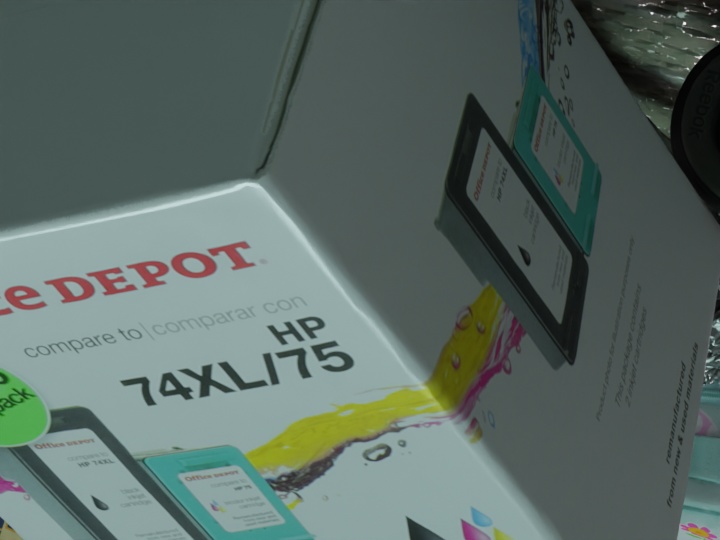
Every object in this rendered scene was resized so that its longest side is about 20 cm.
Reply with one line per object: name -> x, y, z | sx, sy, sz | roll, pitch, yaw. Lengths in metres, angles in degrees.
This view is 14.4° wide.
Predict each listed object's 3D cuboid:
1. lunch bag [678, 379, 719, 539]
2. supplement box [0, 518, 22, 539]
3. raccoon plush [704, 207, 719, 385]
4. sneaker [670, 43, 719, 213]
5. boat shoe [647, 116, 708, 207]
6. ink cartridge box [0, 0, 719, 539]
lunch bag -> 0.216, 0.099, 1.253 | 0.200, 0.077, 0.160 | 6, 163, 40
supplement box -> -0.210, 0.187, 2.085 | 0.199, 0.135, 0.200 | 12, 168, 19
raccoon plush -> 0.071, 0.036, 0.945 | 0.097, 0.200, 0.134 | 52, 158, -10
sneaker -> 0.186, -0.018, 0.808 | 0.200, 0.076, 0.079 | 23, 180, 7
boat shoe -> 0.032, -0.046, 0.844 | 0.201, 0.072, 0.061 | 26, 169, -29
ink cartridge box -> -0.020, -0.005, 0.727 | 0.146, 0.146, 0.200 | -11, 137, 30
